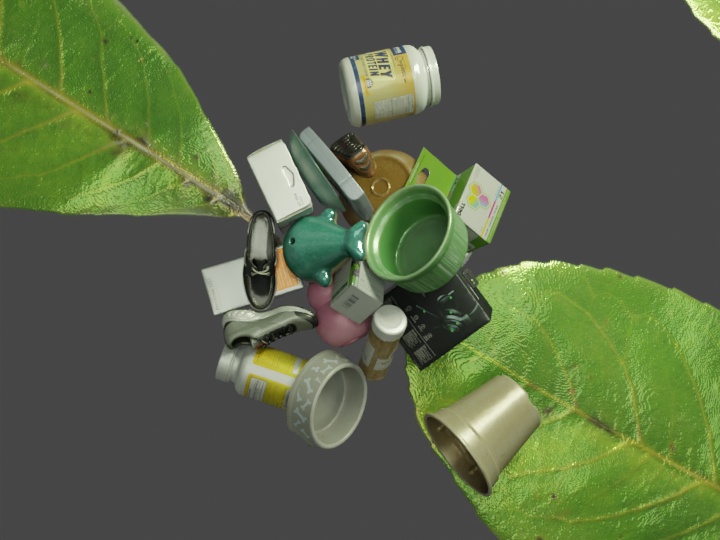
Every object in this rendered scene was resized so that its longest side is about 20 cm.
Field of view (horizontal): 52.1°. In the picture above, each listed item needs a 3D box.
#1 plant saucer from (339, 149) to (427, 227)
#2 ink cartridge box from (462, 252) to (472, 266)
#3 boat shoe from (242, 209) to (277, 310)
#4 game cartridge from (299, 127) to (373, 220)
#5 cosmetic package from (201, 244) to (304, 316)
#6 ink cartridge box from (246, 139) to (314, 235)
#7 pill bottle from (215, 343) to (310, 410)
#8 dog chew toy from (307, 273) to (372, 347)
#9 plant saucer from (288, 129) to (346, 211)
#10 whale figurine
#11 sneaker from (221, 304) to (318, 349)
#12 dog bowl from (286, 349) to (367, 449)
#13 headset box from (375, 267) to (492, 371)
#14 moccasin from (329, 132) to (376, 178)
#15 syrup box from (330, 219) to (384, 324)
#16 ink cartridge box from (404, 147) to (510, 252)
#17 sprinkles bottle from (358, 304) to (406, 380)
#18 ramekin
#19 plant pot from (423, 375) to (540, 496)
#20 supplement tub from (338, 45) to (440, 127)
[{"bbox_3d":[0.045,-0.172,1.571,0.196,0.035,0.204,-4,73,13],"label":"plant saucer"},{"bbox_3d":[0.132,-0.058,1.592,0.199,0.050,0.109,40,85,2],"label":"ink cartridge box"},{"bbox_3d":[-0.201,-0.021,1.493,0.072,0.060,0.204,5,86,-8],"label":"boat shoe"},{"bbox_3d":[-0.051,-0.199,1.512,0.041,0.133,0.201,-37,68,-4],"label":"game cartridge"},{"bbox_3d":[-0.224,0.019,1.556,0.197,0.071,0.103,-18,87,-4],"label":"cosmetic package"},{"bbox_3d":[-0.160,-0.165,1.509,0.082,0.200,0.148,-26,87,-4],"label":"ink cartridge box"},{"bbox_3d":[-0.194,0.215,1.522,0.197,0.111,0.113,19,85,-2],"label":"pill bottle"},{"bbox_3d":[-0.056,0.055,1.542,0.123,0.125,0.203,-24,79,-5],"label":"dog chew toy"},{"bbox_3d":[-0.099,-0.194,1.516,0.038,0.201,0.202,-35,88,1],"label":"plant saucer"},{"bbox_3d":[-0.073,-0.050,1.440,0.103,0.198,0.162,18,72,-44],"label":"whale figurine"},{"bbox_3d":[-0.181,0.120,1.489,0.196,0.074,0.081,-7,58,2],"label":"sneaker"},{"bbox_3d":[-0.061,0.265,1.484,0.058,0.199,0.204,14,83,36],"label":"dog bowl"},{"bbox_3d":[0.155,0.072,1.523,0.199,0.093,0.175,-39,92,18],"label":"headset box"},{"bbox_3d":[-0.011,-0.236,1.533,0.073,0.201,0.078,-37,116,-6],"label":"moccasin"},{"bbox_3d":[0.000,0.000,1.488,0.081,0.202,0.079,32,128,-22],"label":"syrup box"},{"bbox_3d":[0.200,-0.158,1.542,0.199,0.075,0.149,36,60,-17],"label":"ink cartridge box"},{"bbox_3d":[0.042,0.150,1.495,0.067,0.201,0.069,5,54,-8],"label":"sprinkles bottle"},{"bbox_3d":[0.113,-0.056,1.431,0.197,0.097,0.203,-19,56,31],"label":"ramekin"},{"bbox_3d":[0.262,0.322,1.511,0.182,0.200,0.202,-35,88,-17],"label":"plant pot"},{"bbox_3d":[0.061,-0.395,1.567,0.196,0.144,0.147,-13,86,-4],"label":"supplement tub"}]
